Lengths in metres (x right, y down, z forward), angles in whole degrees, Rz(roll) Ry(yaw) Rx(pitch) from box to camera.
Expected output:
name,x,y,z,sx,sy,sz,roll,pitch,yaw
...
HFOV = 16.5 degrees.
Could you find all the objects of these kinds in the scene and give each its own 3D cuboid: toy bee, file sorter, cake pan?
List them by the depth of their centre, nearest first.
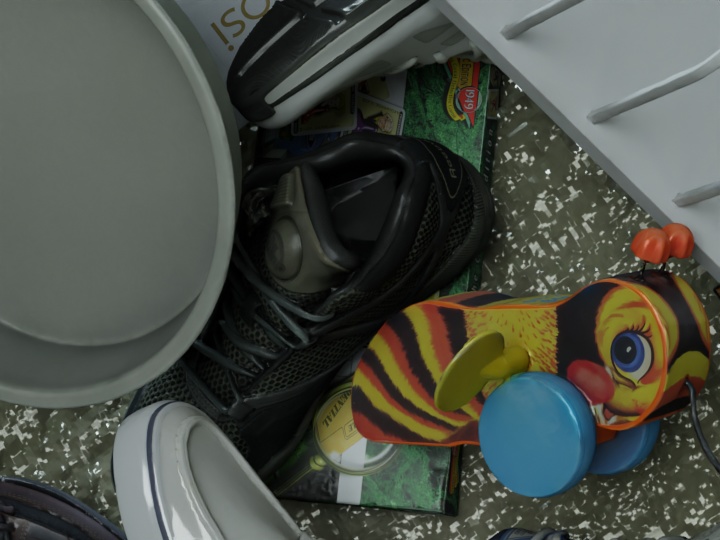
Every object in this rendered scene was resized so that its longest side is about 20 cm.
name,x,y,z,sx,sy,sz,roll,pitch,yaw
file sorter,0.140,-0.107,0.901,0.200,0.125,0.139,43,74,-8
toy bee,0.092,0.031,0.949,0.200,0.131,0.109,8,101,14
cake pan,-0.129,-0.046,0.959,0.200,0.037,0.201,10,113,24

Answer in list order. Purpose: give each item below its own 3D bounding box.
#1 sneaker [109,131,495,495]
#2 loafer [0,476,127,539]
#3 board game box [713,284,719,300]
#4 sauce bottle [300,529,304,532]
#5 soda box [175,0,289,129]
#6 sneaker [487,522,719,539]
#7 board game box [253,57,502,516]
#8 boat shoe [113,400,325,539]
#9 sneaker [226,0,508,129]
name,x,y,z,sx,sy,sz,roll,pitch,yaw
sneaker,-0.040,0.018,0.990,0.199,0.114,0.076,-43,68,8
loafer,-0.181,0.113,1.033,0.200,0.063,0.072,26,106,-2
board game box,0.247,0.054,0.953,0.135,0.035,0.200,-34,71,9
sauce bottle,-0.088,0.184,1.023,0.200,0.065,0.065,-40,70,5
soda box,-0.021,-0.132,1.033,0.200,0.068,0.064,-39,114,-2
sneaker,0.083,0.130,0.972,0.200,0.077,0.085,-33,67,9
board game box,0.000,0.000,1.052,0.105,0.023,0.200,3,80,17
boat shoe,-0.023,0.133,0.938,0.066,0.072,0.200,-32,79,33
sneaker,0.052,-0.091,0.989,0.200,0.076,0.115,-35,113,-8
